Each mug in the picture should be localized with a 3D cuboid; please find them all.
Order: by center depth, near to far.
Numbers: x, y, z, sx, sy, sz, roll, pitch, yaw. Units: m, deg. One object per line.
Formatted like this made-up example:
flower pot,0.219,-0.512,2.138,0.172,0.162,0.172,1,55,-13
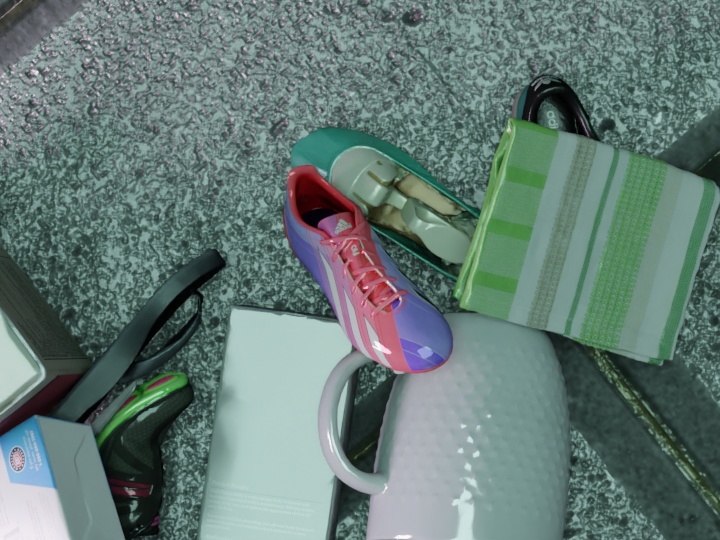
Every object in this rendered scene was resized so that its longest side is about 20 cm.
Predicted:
mug,0.063,0.122,1.644,0.199,0.148,0.177,12,76,-18

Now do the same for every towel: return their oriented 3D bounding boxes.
towel,0.170,-0.021,1.641,0.199,0.031,0.150,16,92,-29

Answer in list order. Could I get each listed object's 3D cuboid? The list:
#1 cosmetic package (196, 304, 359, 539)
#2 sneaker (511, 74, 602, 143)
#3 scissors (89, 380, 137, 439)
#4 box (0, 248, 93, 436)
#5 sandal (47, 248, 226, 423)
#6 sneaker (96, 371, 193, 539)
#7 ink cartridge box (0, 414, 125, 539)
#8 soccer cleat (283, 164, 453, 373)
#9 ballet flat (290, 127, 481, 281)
cosmetic package,-0.061,0.129,1.693,0.106,0.090,0.201,10,88,4
sneaker,0.161,-0.051,1.680,0.071,0.080,0.201,-18,89,0
scissors,-0.232,0.148,1.689,0.014,0.073,0.201,26,107,-25
box,-0.292,0.060,1.647,0.109,0.200,0.128,-38,86,2
sandal,-0.169,0.065,1.702,0.043,0.076,0.200,41,93,2
sneaker,-0.182,0.165,1.710,0.084,0.077,0.201,32,102,-3
ink cartridge box,-0.277,0.205,1.645,0.199,0.067,0.116,-31,65,26
soccer cleat,0.000,0.000,1.624,0.066,0.077,0.200,-28,48,-13
ballet flat,0.034,-0.052,1.693,0.199,0.070,0.068,31,95,3
